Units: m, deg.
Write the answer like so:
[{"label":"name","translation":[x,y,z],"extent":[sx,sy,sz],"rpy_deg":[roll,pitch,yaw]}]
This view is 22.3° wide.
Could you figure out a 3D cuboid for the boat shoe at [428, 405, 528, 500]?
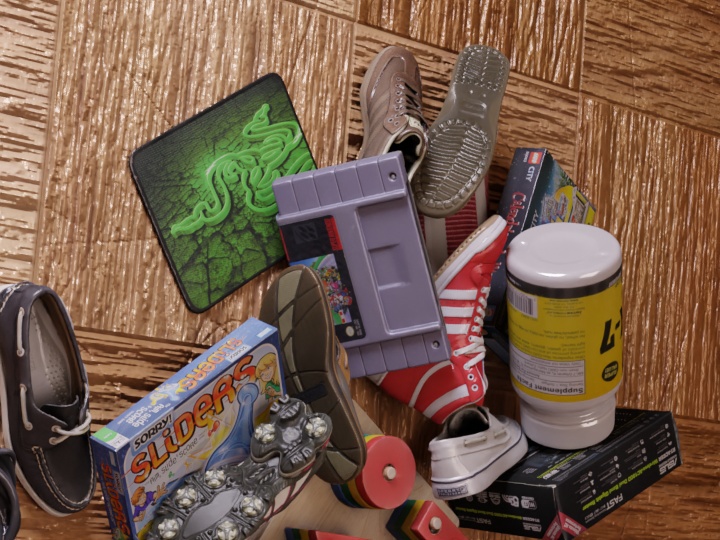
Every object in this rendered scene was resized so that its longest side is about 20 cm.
[{"label":"boat shoe","translation":[0.110,0.165,1.782],"extent":[0.200,0.071,0.066],"rpy_deg":[-27,105,-63]}]

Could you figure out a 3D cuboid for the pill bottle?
[{"label":"pill bottle","translation":[0.201,0.065,1.789],"extent":[0.114,0.114,0.201],"rpy_deg":[-31,128,-39]}]

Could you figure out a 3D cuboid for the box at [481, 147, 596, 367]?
[{"label":"box","translation":[0.177,-0.007,1.885],"extent":[0.137,0.037,0.201],"rpy_deg":[42,60,-49]}]

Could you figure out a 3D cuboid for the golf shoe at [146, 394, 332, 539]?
[{"label":"golf shoe","translation":[-0.098,0.200,1.575],"extent":[0.200,0.077,0.088],"rpy_deg":[-39,151,-26]}]

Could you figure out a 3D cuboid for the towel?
[{"label":"towel","translation":[0.058,-0.031,1.814],"extent":[0.199,0.023,0.145],"rpy_deg":[-1,87,-44]}]

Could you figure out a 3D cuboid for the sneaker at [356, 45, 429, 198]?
[{"label":"sneaker","translation":[0.041,-0.133,1.749],"extent":[0.070,0.075,0.201],"rpy_deg":[30,58,-34]}]

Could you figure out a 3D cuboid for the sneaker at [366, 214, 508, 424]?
[{"label":"sneaker","translation":[0.104,0.053,1.746],"extent":[0.112,0.071,0.200],"rpy_deg":[38,97,5]}]

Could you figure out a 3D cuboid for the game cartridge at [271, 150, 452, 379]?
[{"label":"game cartridge","translation":[0.000,0.000,1.689],"extent":[0.038,0.129,0.202],"rpy_deg":[-72,148,-73]}]

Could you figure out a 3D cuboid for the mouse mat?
[{"label":"mouse mat","translation":[-0.113,-0.073,1.670],"extent":[0.200,0.007,0.162],"rpy_deg":[-35,111,-39]}]

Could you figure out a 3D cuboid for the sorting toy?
[{"label":"sorting toy","translation":[0.008,0.258,1.719],"extent":[0.199,0.069,0.201],"rpy_deg":[50,58,-28]}]

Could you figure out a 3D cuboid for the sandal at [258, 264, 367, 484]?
[{"label":"sandal","translation":[-0.035,0.094,1.675],"extent":[0.054,0.081,0.201],"rpy_deg":[-11,79,-62]}]

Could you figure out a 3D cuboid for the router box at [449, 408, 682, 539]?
[{"label":"router box","translation":[0.206,0.201,1.846],"extent":[0.199,0.149,0.063],"rpy_deg":[-25,107,-39]}]

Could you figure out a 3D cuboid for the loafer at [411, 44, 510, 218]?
[{"label":"loafer","translation":[0.102,-0.129,1.811],"extent":[0.068,0.076,0.201],"rpy_deg":[92,20,-62]}]

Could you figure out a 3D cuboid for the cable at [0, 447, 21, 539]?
[{"label":"cable","translation":[-0.350,0.195,1.421],"extent":[0.200,0.051,0.164],"rpy_deg":[-40,109,-33]}]

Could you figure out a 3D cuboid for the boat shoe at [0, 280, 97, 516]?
[{"label":"boat shoe","translation":[-0.252,0.106,1.498],"extent":[0.074,0.060,0.202],"rpy_deg":[-19,101,-45]}]

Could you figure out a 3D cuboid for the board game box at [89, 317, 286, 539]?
[{"label":"board game box","translation":[-0.141,0.148,1.582],"extent":[0.200,0.034,0.136],"rpy_deg":[-38,135,-37]}]
